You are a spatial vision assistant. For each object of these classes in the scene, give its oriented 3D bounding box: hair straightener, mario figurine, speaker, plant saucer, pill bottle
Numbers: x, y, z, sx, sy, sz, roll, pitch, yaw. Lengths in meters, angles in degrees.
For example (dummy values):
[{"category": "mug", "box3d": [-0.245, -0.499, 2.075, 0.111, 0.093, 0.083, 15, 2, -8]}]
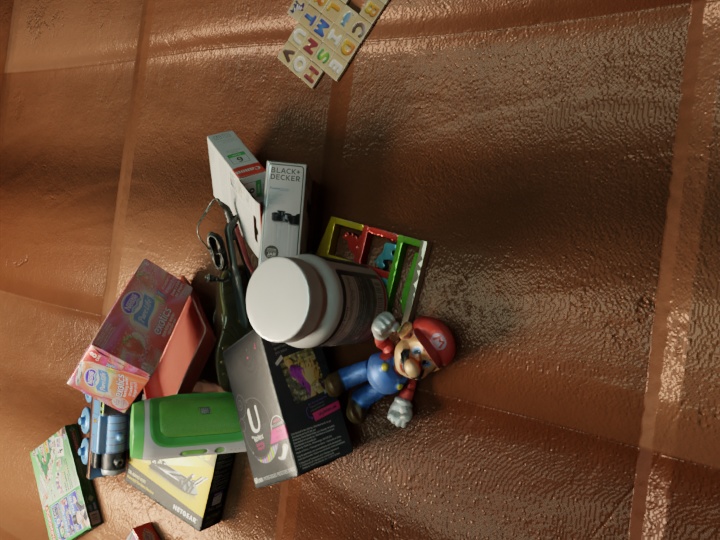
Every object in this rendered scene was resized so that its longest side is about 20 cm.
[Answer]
[{"category": "hair straightener", "box3d": [-0.200, -0.007, 0.837, 0.041, 0.075, 0.206, 15, 122, 58]}, {"category": "mario figurine", "box3d": [0.039, 0.135, 0.729, 0.198, 0.122, 0.108, -37, 46, 26]}, {"category": "speaker", "box3d": [-0.239, 0.232, 0.826, 0.088, 0.194, 0.092, 3, 90, 64]}, {"category": "plant saucer", "box3d": [-0.307, 0.140, 0.929, 0.199, 0.036, 0.204, 42, 109, 53]}, {"category": "pill bottle", "box3d": [-0.052, 0.040, 0.715, 0.111, 0.198, 0.118, -2, 85, 28]}]

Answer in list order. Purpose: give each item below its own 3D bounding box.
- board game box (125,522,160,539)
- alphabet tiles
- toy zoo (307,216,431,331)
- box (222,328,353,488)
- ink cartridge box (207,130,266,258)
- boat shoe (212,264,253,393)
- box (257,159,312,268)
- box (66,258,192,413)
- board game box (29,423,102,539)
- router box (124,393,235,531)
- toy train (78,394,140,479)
[{"category": "board game box", "box3d": [-0.396, 0.582, 0.975, 0.153, 0.040, 0.202, 42, 105, 25]}, {"category": "alphabet tiles", "box3d": [-0.052, -0.405, 0.887, 0.167, 0.007, 0.202, 44, 106, 24]}, {"category": "toy zoo", "box3d": [0.000, 0.000, 0.816, 0.195, 0.020, 0.135, 17, 95, 29]}, {"category": "box", "box3d": [-0.109, 0.188, 0.795, 0.121, 0.104, 0.205, -33, 69, 43]}, {"category": "ink cartridge box", "box3d": [-0.177, -0.119, 0.856, 0.200, 0.049, 0.111, 48, 146, 37]}, {"category": "boat shoe", "box3d": [-0.207, 0.093, 0.904, 0.067, 0.070, 0.207, 5, 93, 61]}, {"category": "box", "box3d": [-0.111, -0.049, 0.821, 0.058, 0.117, 0.207, 4, 87, 0]}, {"category": "box", "box3d": [-0.344, 0.093, 0.841, 0.103, 0.094, 0.203, -44, 23, 30]}, {"category": "board game box", "box3d": [-0.592, 0.433, 1.103, 0.133, 0.029, 0.204, -33, 71, 24]}, {"category": "router box", "box3d": [-0.307, 0.318, 0.941, 0.195, 0.052, 0.162, 15, 93, 29]}, {"category": "toy train", "box3d": [-0.453, 0.273, 0.995, 0.112, 0.085, 0.207, -2, 84, 46]}]
